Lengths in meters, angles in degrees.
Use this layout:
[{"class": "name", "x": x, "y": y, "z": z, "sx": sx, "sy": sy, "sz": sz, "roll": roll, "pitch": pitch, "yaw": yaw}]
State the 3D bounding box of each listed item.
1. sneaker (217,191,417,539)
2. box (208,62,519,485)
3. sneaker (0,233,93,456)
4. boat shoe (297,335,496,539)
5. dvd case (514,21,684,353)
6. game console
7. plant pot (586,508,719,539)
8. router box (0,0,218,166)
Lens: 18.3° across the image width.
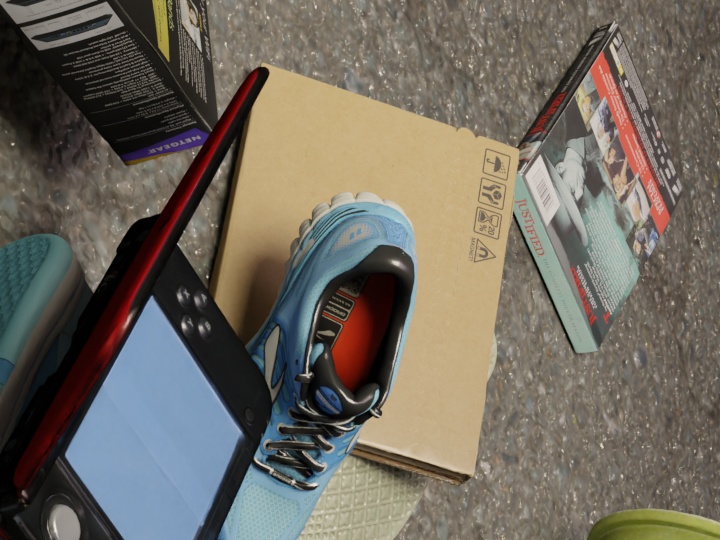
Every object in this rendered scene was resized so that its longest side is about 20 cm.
[{"class": "sneaker", "x": -0.028, "y": 0.061, "z": 1.110, "sx": 0.078, "sy": 0.090, "sz": 0.202, "roll": 19, "pitch": 101, "yaw": -16}, {"class": "box", "x": 0.000, "y": 0.000, "z": 1.218, "sx": 0.162, "sy": 0.021, "sz": 0.202, "roll": 17, "pitch": 65, "yaw": -16}, {"class": "sneaker", "x": -0.148, "y": 0.094, "z": 0.999, "sx": 0.131, "sy": 0.079, "sz": 0.201, "roll": 56, "pitch": 42, "yaw": -32}, {"class": "boat shoe", "x": 0.002, "y": 0.096, "z": 1.241, "sx": 0.200, "sy": 0.062, "sz": 0.075, "roll": -53, "pitch": 130, "yaw": -28}, {"class": "dvd case", "x": 0.164, "y": -0.060, "z": 1.551, "sx": 0.147, "sy": 0.022, "sz": 0.200, "roll": 64, "pitch": 36, "yaw": -25}, {"class": "game console", "x": -0.070, "y": 0.045, "z": 0.963, "sx": 0.173, "sy": 0.118, "sz": 0.201, "roll": 58, "pitch": 32, "yaw": -25}, {"class": "plant pot", "x": 0.198, "y": 0.283, "z": 1.401, "sx": 0.201, "sy": 0.199, "sz": 0.185, "roll": 52, "pitch": 55, "yaw": -36}, {"class": "router box", "x": -0.123, "y": -0.174, "z": 1.040, "sx": 0.157, "sy": 0.052, "sz": 0.202, "roll": 55, "pitch": 24, "yaw": -59}]
